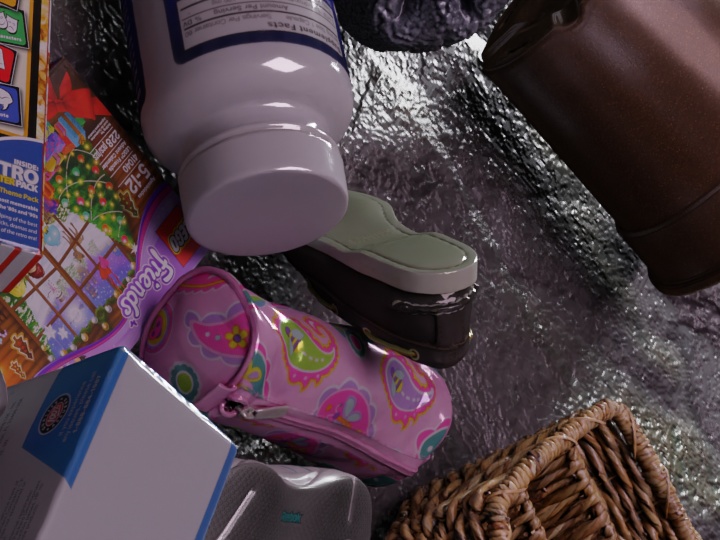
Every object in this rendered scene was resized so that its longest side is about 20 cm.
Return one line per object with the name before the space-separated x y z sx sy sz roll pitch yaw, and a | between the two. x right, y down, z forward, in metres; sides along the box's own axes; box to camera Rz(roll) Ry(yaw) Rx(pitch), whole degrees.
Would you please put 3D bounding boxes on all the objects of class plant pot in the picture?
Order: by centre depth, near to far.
plant pot | 0.199 -0.123 1.587 0.198 0.200 0.200 42 48 -13

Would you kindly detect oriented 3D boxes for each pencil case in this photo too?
pencil case | -0.035 0.064 1.326 0.200 0.087 0.088 25 56 -51

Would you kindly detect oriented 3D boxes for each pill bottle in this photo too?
pill bottle | -0.068 -0.115 1.339 0.120 0.120 0.200 16 51 -40

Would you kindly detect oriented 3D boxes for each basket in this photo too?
basket | 0.123 0.197 1.374 0.200 0.149 0.143 63 16 -6

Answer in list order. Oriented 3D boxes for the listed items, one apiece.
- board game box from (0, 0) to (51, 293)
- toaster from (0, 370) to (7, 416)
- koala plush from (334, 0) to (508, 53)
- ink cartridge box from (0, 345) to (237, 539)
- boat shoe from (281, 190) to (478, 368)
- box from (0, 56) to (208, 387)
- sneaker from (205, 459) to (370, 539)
board game box | -0.233 -0.100 1.208 0.151 0.046 0.200 16 55 -27
toaster | -0.279 0.074 1.034 0.119 0.200 0.181 62 35 -10
koala plush | 0.010 -0.246 1.450 0.200 0.184 0.177 37 17 -36
ink cartridge box | -0.169 0.134 1.101 0.085 0.200 0.145 44 48 -29
boat shoe | 0.000 0.000 1.357 0.072 0.201 0.061 -11 111 -24
box | -0.174 -0.003 1.268 0.137 0.039 0.200 52 45 -17
sneaker | -0.059 0.131 1.294 0.200 0.080 0.070 30 73 -58
